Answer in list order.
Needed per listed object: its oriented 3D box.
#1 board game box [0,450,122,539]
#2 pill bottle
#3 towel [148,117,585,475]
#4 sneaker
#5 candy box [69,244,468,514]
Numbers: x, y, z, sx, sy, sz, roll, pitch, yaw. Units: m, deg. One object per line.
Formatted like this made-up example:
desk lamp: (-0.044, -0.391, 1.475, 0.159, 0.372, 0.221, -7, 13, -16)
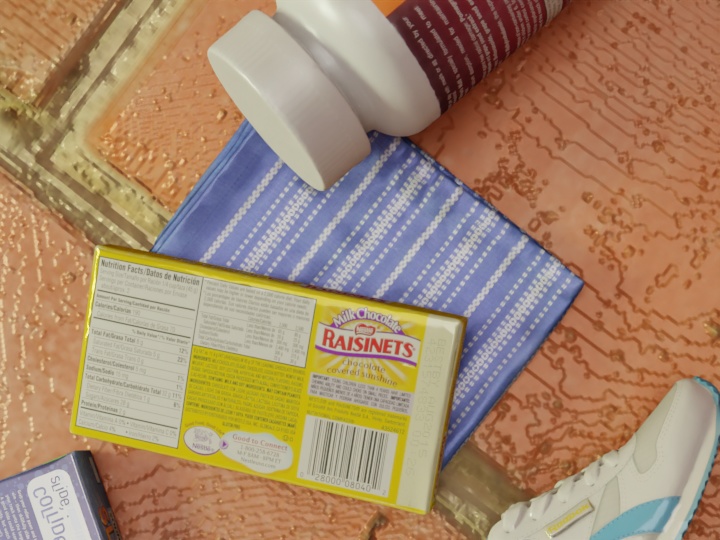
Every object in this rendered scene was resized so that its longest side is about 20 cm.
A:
board game box: (-0.173, 0.212, 0.855, 0.134, 0.034, 0.201, -21, 83, 4)
pill bottle: (0.027, -0.138, 0.811, 0.200, 0.110, 0.110, -41, 82, -7)
towel: (0.000, 0.000, 0.859, 0.200, 0.024, 0.145, 39, 91, 8)
sneaker: (0.110, 0.133, 0.809, 0.081, 0.077, 0.201, 33, 88, 10)
candy box: (-0.050, 0.055, 0.845, 0.198, 0.026, 0.103, 12, 95, 12)
